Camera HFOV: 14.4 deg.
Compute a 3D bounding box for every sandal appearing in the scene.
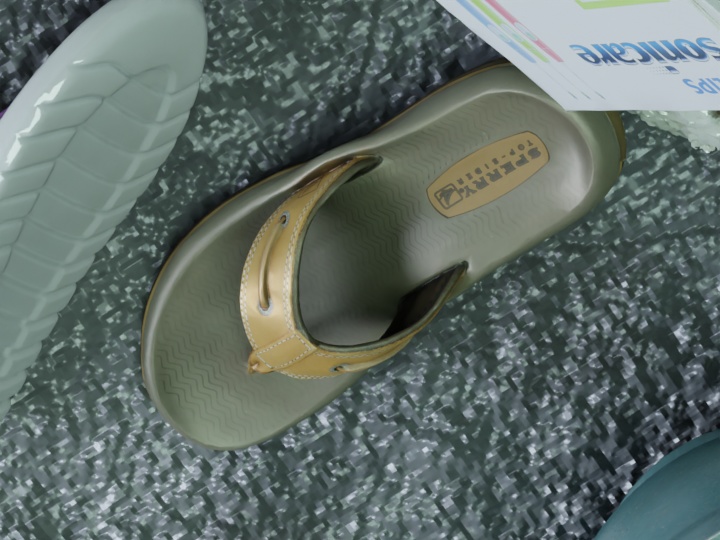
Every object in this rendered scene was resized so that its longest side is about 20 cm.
[{"bbox_3d":[0.000,0.000,0.936,0.200,0.054,0.080,-33,111,28],"label":"sandal"},{"bbox_3d":[-0.122,-0.016,0.930,0.050,0.082,0.203,41,110,23],"label":"sandal"}]

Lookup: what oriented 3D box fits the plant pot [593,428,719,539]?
[{"bbox_3d":[0.153,0.132,0.987,0.200,0.134,0.200,-3,114,-7],"label":"plant pot"}]

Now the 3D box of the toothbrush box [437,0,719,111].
[{"bbox_3d":[0.117,-0.148,0.816,0.086,0.146,0.200,38,79,-21],"label":"toothbrush box"}]

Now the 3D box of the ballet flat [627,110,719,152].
[{"bbox_3d":[0.059,-0.108,0.917,0.072,0.072,0.200,-39,111,10],"label":"ballet flat"}]
